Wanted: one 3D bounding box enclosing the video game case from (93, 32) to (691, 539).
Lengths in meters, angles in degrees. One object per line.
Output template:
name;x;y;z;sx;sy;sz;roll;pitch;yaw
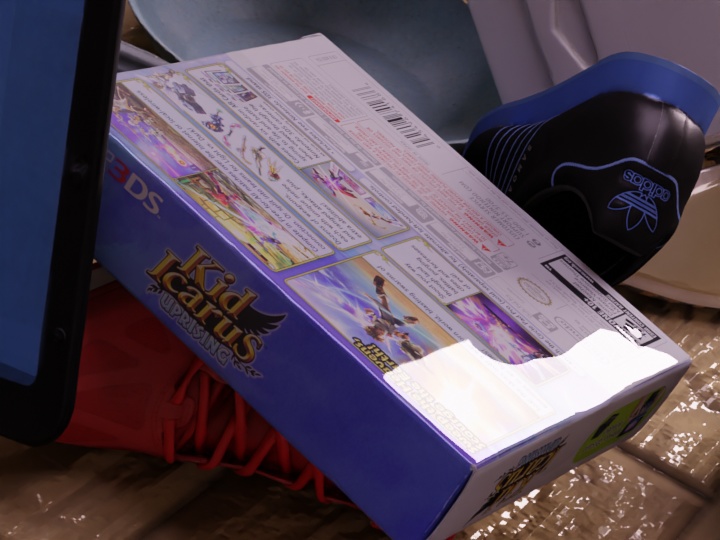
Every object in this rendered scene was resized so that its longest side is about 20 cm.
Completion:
video game case;0.000;0.000;0.906;0.200;0.046;0.181;42;26;17

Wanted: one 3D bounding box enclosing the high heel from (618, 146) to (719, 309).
high heel;0.159;-0.032;1.192;0.199;0.072;0.142;-12;17;-23

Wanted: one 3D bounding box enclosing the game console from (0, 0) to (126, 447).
game console;-0.184;-0.051;0.834;0.175;0.201;0.116;2;15;-27

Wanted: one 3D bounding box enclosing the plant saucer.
plant saucer;-0.018;-0.098;1.196;0.200;0.039;0.201;14;31;-8

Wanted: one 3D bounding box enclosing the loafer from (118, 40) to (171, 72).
loafer;-0.056;-0.041;1.076;0.200;0.063;0.072;25;-1;4

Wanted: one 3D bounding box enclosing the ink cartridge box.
ink cartridge box;0.158;-0.137;1.190;0.144;0.146;0.200;-17;5;34

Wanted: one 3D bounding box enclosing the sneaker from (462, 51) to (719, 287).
sneaker;0.078;-0.025;1.037;0.070;0.200;0.078;27;71;-9

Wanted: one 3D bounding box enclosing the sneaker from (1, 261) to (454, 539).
sneaker;-0.026;0.050;0.907;0.200;0.079;0.116;-6;37;-35
